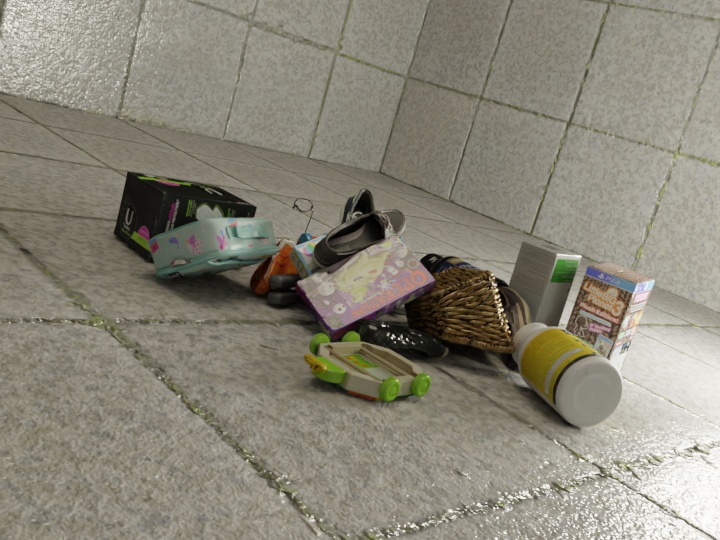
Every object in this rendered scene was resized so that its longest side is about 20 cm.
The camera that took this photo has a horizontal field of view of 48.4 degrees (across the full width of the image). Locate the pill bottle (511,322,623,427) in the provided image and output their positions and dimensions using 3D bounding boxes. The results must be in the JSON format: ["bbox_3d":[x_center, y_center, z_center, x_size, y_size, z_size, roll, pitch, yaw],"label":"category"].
[{"bbox_3d":[0.318,0.156,1.274,0.110,0.113,0.200,12,13,-20],"label":"pill bottle"}]

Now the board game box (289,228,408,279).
[{"bbox_3d":[-0.005,-0.009,1.376,0.198,0.034,0.135,-21,73,-29],"label":"board game box"}]

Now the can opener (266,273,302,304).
[{"bbox_3d":[-0.105,0.028,1.409,0.066,0.054,0.199,9,6,33],"label":"can opener"}]

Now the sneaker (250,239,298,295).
[{"bbox_3d":[-0.142,0.000,1.430,0.077,0.073,0.200,42,21,-5],"label":"sneaker"}]

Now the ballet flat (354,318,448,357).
[{"bbox_3d":[0.064,0.118,1.275,0.198,0.058,0.066,15,-4,-39],"label":"ballet flat"}]

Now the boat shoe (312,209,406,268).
[{"bbox_3d":[0.009,-0.060,1.353,0.199,0.057,0.067,-26,76,-30],"label":"boat shoe"}]

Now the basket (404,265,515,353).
[{"bbox_3d":[0.157,0.087,1.383,0.141,0.151,0.200,-20,8,-11],"label":"basket"}]

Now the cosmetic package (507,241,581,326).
[{"bbox_3d":[0.340,0.052,1.549,0.084,0.203,0.107,24,17,39],"label":"cosmetic package"}]

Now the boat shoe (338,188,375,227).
[{"bbox_3d":[0.000,-0.074,1.476,0.074,0.062,0.201,28,38,-17],"label":"boat shoe"}]

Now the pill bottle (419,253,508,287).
[{"bbox_3d":[0.202,0.038,1.633,0.111,0.113,0.199,6,17,-42],"label":"pill bottle"}]

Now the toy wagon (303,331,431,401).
[{"bbox_3d":[-0.004,0.134,1.101,0.154,0.040,0.199,27,16,39],"label":"toy wagon"}]

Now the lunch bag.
[{"bbox_3d":[-0.234,-0.038,1.304,0.159,0.078,0.199,-12,-1,27],"label":"lunch bag"}]

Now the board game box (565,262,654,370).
[{"bbox_3d":[0.465,0.097,1.524,0.096,0.203,0.159,23,13,28],"label":"board game box"}]

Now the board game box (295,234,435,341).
[{"bbox_3d":[0.008,0.025,1.293,0.198,0.032,0.120,-26,59,-21],"label":"board game box"}]

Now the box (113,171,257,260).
[{"bbox_3d":[-0.319,-0.091,1.455,0.198,0.126,0.148,6,15,-45],"label":"box"}]

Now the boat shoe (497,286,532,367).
[{"bbox_3d":[0.268,0.098,1.453,0.072,0.075,0.201,6,34,-21],"label":"boat shoe"}]

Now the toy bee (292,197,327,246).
[{"bbox_3d":[-0.092,-0.034,1.612,0.129,0.109,0.201,14,40,-14],"label":"toy bee"}]

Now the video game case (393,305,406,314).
[{"bbox_3d":[0.053,0.053,1.585,0.198,0.018,0.143,12,14,-22],"label":"video game case"}]
